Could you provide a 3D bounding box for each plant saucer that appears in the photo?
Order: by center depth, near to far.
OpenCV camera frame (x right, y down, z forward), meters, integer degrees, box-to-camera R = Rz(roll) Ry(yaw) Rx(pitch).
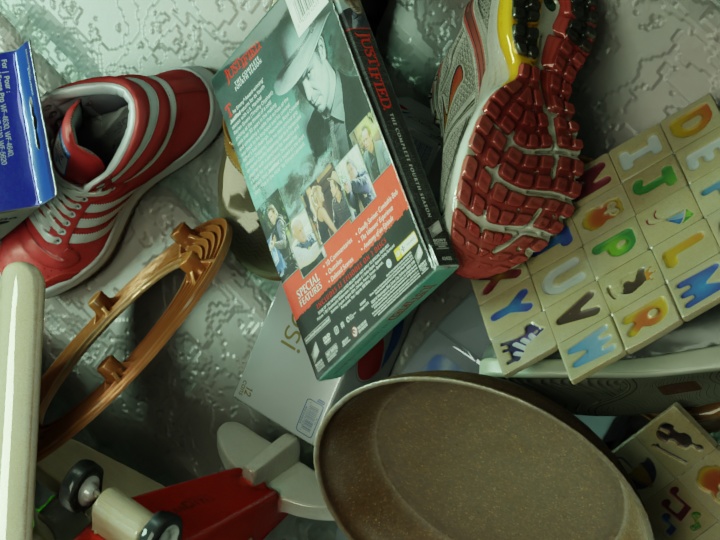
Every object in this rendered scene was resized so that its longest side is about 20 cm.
[{"bbox_3d":[0.072,0.120,1.597,0.200,0.037,0.201,16,137,15],"label":"plant saucer"}]

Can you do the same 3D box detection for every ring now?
[{"bbox_3d":[-0.151,0.040,1.738,0.019,0.201,0.200,43,116,-13],"label":"ring"}]

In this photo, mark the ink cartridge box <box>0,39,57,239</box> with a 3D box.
[{"bbox_3d":[-0.236,-0.071,1.790,0.200,0.039,0.100,152,109,-66],"label":"ink cartridge box"}]

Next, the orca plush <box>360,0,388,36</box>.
[{"bbox_3d":[0.015,-0.185,1.686,0.105,0.071,0.201,-35,53,56],"label":"orca plush"}]

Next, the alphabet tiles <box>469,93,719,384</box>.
[{"bbox_3d":[0.153,-0.020,1.563,0.200,0.167,0.006,-30,123,10],"label":"alphabet tiles"}]

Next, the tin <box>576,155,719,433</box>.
[{"bbox_3d":[0.151,0.010,1.635,0.200,0.042,0.112,32,87,21],"label":"tin"}]

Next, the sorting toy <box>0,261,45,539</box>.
[{"bbox_3d":[-0.222,0.108,1.690,0.200,0.036,0.186,135,138,-66],"label":"sorting toy"}]

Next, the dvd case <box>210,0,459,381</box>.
[{"bbox_3d":[-0.018,-0.058,1.642,0.146,0.022,0.201,-45,60,50],"label":"dvd case"}]

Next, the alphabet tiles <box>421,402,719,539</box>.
[{"bbox_3d":[0.145,0.160,1.632,0.167,0.008,0.200,45,126,-4],"label":"alphabet tiles"}]

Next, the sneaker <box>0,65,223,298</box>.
[{"bbox_3d":[-0.179,-0.053,1.785,0.200,0.112,0.071,-45,73,24],"label":"sneaker"}]

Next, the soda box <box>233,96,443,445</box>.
[{"bbox_3d":[0.000,0.000,1.716,0.064,0.068,0.201,30,108,23],"label":"soda box"}]

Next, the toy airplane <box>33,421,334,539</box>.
[{"bbox_3d":[-0.101,0.170,1.685,0.198,0.200,0.142,11,112,-14],"label":"toy airplane"}]

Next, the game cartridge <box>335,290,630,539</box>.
[{"bbox_3d":[0.069,0.113,1.708,0.133,0.041,0.200,34,110,18],"label":"game cartridge"}]

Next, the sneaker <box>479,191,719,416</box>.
[{"bbox_3d":[0.162,0.016,1.581,0.199,0.075,0.107,-6,69,15],"label":"sneaker"}]

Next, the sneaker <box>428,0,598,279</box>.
[{"bbox_3d":[0.079,-0.081,1.632,0.082,0.078,0.201,-26,41,50],"label":"sneaker"}]

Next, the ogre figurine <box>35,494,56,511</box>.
[{"bbox_3d":[-0.144,0.199,1.804,0.200,0.098,0.120,51,134,32],"label":"ogre figurine"}]

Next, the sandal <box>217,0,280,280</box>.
[{"bbox_3d":[-0.048,-0.094,1.742,0.080,0.054,0.201,19,103,25],"label":"sandal"}]
